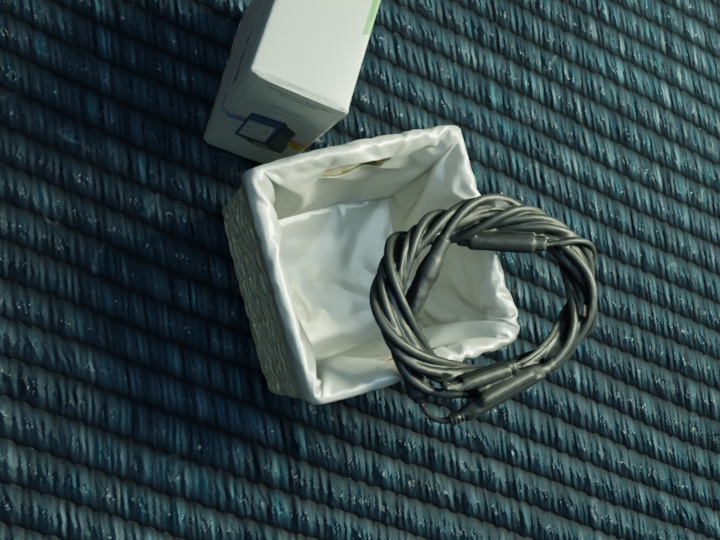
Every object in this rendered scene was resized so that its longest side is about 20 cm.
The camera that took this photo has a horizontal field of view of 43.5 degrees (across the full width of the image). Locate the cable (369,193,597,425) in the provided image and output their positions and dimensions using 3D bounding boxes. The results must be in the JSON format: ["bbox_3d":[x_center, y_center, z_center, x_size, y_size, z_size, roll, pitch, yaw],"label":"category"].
[{"bbox_3d":[0.104,0.020,0.728,0.200,0.051,0.163,-27,88,-17],"label":"cable"}]

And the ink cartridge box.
[{"bbox_3d":[-0.061,-0.187,0.783,0.087,0.200,0.146,20,76,-19],"label":"ink cartridge box"}]

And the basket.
[{"bbox_3d":[0.000,0.000,0.799,0.198,0.161,0.200,-15,87,-20],"label":"basket"}]
